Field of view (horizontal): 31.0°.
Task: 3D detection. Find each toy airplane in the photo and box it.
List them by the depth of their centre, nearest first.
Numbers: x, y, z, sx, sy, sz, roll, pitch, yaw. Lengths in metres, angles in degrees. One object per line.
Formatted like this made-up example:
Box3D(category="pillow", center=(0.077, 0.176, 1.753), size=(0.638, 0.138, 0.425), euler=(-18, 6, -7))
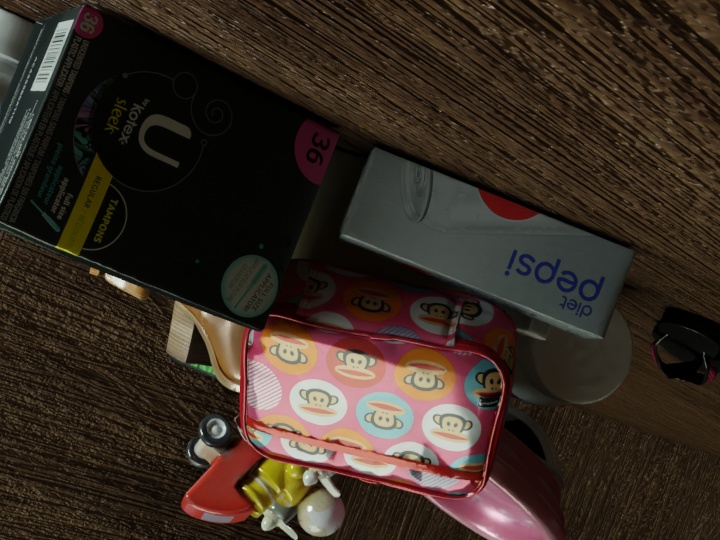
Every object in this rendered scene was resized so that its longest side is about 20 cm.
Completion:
Box3D(category="toy airplane", center=(-0.049, 0.178, 1.217), size=(0.142, 0.199, 0.200), euler=(61, -164, 15))

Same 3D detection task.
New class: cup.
Box3D(category="cup", center=(0.000, 0.000, 1.050), size=(0.199, 0.144, 0.200), euler=(21, 175, 2))

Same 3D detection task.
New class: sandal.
Box3D(category="sandal", center=(0.296, 0.077, 1.186), size=(0.075, 0.045, 0.200), euler=(19, 175, 19))

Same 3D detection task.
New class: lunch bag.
Box3D(category="lunch bag", center=(0.009, 0.091, 0.963), size=(0.198, 0.177, 0.082), euler=(12, -142, 6))

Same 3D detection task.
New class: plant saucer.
Box3D(category="plant saucer", center=(0.095, 0.168, 1.110), size=(0.200, 0.051, 0.201), euler=(33, 161, 13))

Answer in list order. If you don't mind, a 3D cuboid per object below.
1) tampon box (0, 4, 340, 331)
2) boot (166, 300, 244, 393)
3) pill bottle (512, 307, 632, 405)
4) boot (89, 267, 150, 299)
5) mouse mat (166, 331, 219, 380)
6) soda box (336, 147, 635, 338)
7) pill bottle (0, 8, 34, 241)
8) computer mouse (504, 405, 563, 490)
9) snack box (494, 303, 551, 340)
Box3D(category="tampon box", center=(-0.144, -0.067, 0.890), size=(0.199, 0.151, 0.126), euler=(23, 175, -27))
Box3D(category="boot", center=(-0.088, 0.025, 1.139), size=(0.199, 0.156, 0.074), euler=(20, -174, 34))
Box3D(category="pill bottle", center=(0.156, 0.062, 1.158), size=(0.109, 0.110, 0.200), euler=(22, 175, -14))
Box3D(category="boot", center=(-0.196, -0.048, 1.276), size=(0.199, 0.156, 0.076), euler=(17, 175, 45))
Box3D(category="mouse mat", center=(-0.099, 0.009, 1.223), size=(0.160, 0.201, 0.008), euler=(16, 173, 39))
Box3D(category="soda box", center=(0.087, -0.018, 0.919), size=(0.199, 0.069, 0.063), euler=(22, 177, -2))
Box3D(category="pill bottle", center=(-0.300, -0.093, 0.970), size=(0.109, 0.201, 0.110), euler=(20, 175, 2))
Box3D(category="computer mouse", center=(0.103, 0.130, 1.154), size=(0.199, 0.044, 0.110), euler=(29, 159, 26))
Box3D(category="snack box", center=(0.105, 0.009, 1.105), size=(0.024, 0.072, 0.200), euler=(23, 175, -27))
